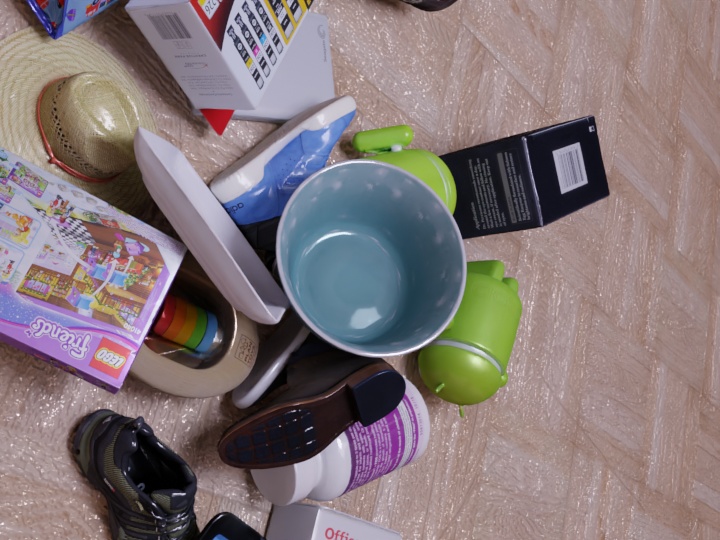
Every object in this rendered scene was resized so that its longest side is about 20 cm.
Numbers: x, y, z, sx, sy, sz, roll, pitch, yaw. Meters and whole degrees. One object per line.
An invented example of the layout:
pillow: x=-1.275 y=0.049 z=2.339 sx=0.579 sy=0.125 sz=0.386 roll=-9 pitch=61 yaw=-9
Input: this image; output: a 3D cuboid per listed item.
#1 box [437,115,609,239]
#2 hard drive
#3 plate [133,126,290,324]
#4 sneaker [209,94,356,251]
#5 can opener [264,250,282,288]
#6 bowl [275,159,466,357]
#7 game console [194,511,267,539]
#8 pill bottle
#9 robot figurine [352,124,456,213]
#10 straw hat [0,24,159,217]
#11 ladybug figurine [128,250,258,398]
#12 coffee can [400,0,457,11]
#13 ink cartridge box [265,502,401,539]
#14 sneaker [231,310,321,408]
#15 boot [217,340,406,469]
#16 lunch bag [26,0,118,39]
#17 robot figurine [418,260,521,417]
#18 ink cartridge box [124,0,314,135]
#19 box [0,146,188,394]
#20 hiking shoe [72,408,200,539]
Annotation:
box: x=0.201 y=-0.122 z=1.167 sx=0.195 sy=0.198 sz=0.120 roll=-21 pitch=100 yaw=-45
hard drive: x=-0.109 y=-0.237 z=0.974 sx=0.198 sy=0.026 sz=0.135 roll=-5 pitch=89 yaw=-48
plate: x=-0.139 y=-0.034 z=0.801 sx=0.032 sy=0.200 sz=0.201 roll=-35 pitch=93 yaw=0
sneaker: x=-0.063 y=-0.103 z=0.954 sx=0.200 sy=0.076 sz=0.112 roll=-42 pitch=112 yaw=-26
can opener: x=-0.010 y=-0.011 z=0.978 sx=0.196 sy=0.067 sz=0.054 roll=-1 pitch=129 yaw=-21
bowl: x=0.000 y=0.000 z=0.881 sx=0.197 sy=0.105 sz=0.205 roll=5 pitch=71 yaw=-15
game console: x=-0.115 y=0.362 z=0.793 sx=0.201 sy=0.175 sz=0.117 roll=-52 pitch=163 yaw=-13
pill bottle: x=-0.023 y=0.188 z=0.953 sx=0.198 sy=0.111 sz=0.114 roll=-12 pitch=94 yaw=-44
robot figurine: x=0.040 y=-0.086 z=1.052 sx=0.198 sy=0.114 sz=0.179 roll=-19 pitch=104 yaw=-46
straw hat: x=-0.242 y=-0.131 z=0.776 sx=0.199 sy=0.084 sz=0.205 roll=8 pitch=79 yaw=-46
ladybug figurine: x=-0.182 y=0.051 z=0.829 sx=0.199 sy=0.071 sz=0.138 roll=36 pitch=60 yaw=-38
coffee can: x=0.038 y=-0.420 z=1.066 sx=0.198 sy=0.145 sz=0.149 roll=1 pitch=85 yaw=-46
ink cartridge box: x=-0.045 y=0.369 z=0.933 sx=0.144 sy=0.083 sz=0.203 roll=32 pitch=64 yaw=-39
sneaker: x=-0.059 y=0.106 z=0.955 sx=0.100 sy=0.070 sz=0.200 roll=58 pitch=45 yaw=-19
boot: x=-0.060 y=0.133 z=0.876 sx=0.197 sy=0.097 sz=0.076 roll=-18 pitch=120 yaw=-18
lunch bag: x=-0.213 y=-0.316 z=0.734 sx=0.094 sy=0.199 sz=0.151 roll=47 pitch=52 yaw=-11
robot figurine: x=0.145 y=0.086 z=1.134 sx=0.175 sy=0.114 sz=0.203 roll=45 pitch=56 yaw=-40
ink cartridge box: x=-0.115 y=-0.265 z=0.861 sx=0.176 sy=0.083 sz=0.202 roll=57 pitch=48 yaw=-48
box: x=-0.262 y=-0.003 z=0.714 sx=0.198 sy=0.039 sz=0.139 roll=29 pitch=66 yaw=-14
hiking shoe: x=-0.186 y=0.220 z=0.786 sx=0.076 sy=0.100 sz=0.202 roll=-44 pitch=117 yaw=-39
